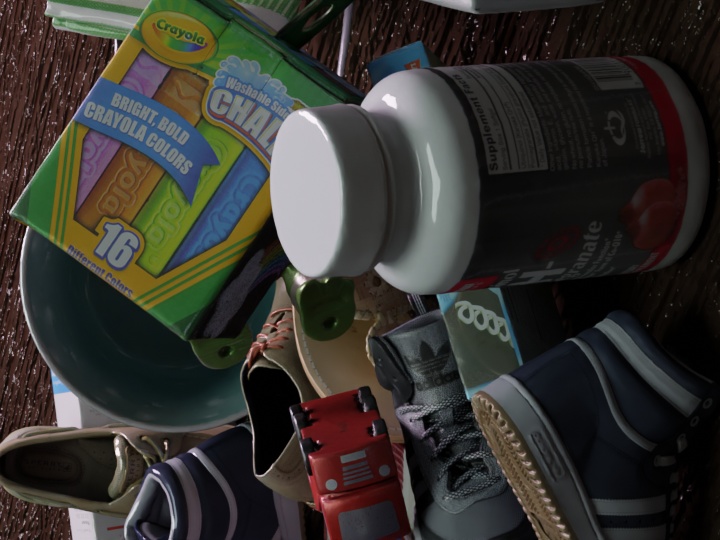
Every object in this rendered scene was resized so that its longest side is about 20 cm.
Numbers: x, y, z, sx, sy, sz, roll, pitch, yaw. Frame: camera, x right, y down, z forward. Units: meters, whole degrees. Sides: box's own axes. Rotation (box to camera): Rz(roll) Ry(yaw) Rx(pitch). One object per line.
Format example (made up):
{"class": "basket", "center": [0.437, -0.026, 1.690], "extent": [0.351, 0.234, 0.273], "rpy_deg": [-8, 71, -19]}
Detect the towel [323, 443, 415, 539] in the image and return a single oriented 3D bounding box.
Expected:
{"class": "towel", "center": [0.025, 0.163, 1.713], "extent": [0.200, 0.023, 0.144], "rpy_deg": [-139, 46, -58]}

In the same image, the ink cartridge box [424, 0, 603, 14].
{"class": "ink cartridge box", "center": [0.049, -0.223, 1.494], "extent": [0.200, 0.084, 0.145], "rpy_deg": [-155, 61, -62]}

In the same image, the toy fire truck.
{"class": "toy fire truck", "center": [0.001, 0.141, 1.570], "extent": [0.200, 0.049, 0.141], "rpy_deg": [-121, 16, -80]}

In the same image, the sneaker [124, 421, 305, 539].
{"class": "sneaker", "center": [-0.088, 0.204, 1.821], "extent": [0.070, 0.108, 0.200], "rpy_deg": [15, 118, 57]}

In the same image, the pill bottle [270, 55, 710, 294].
{"class": "pill bottle", "center": [0.062, -0.046, 1.370], "extent": [0.111, 0.200, 0.111], "rpy_deg": [22, 115, 61]}

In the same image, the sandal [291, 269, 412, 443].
{"class": "sandal", "center": [-0.006, 0.001, 1.668], "extent": [0.070, 0.077, 0.212], "rpy_deg": [98, 158, -49]}

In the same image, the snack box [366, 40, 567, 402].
{"class": "snack box", "center": [0.064, -0.013, 1.485], "extent": [0.116, 0.037, 0.200], "rpy_deg": [37, -146, -62]}

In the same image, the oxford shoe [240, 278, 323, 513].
{"class": "oxford shoe", "center": [-0.035, 0.046, 1.711], "extent": [0.070, 0.075, 0.200], "rpy_deg": [-28, 55, 38]}

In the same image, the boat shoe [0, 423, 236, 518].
{"class": "boat shoe", "center": [-0.150, 0.136, 1.873], "extent": [0.065, 0.200, 0.072], "rpy_deg": [36, -122, -87]}

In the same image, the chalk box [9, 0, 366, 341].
{"class": "chalk box", "center": [-0.072, -0.078, 1.497], "extent": [0.200, 0.124, 0.125], "rpy_deg": [-56, -9, 5]}

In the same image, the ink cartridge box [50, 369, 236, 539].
{"class": "ink cartridge box", "center": [-0.147, 0.140, 1.958], "extent": [0.068, 0.115, 0.200], "rpy_deg": [166, 97, -68]}

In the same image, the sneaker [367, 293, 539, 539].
{"class": "sneaker", "center": [0.049, 0.087, 1.502], "extent": [0.200, 0.075, 0.114], "rpy_deg": [-105, -4, -62]}

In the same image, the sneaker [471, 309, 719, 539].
{"class": "sneaker", "center": [0.141, 0.110, 1.413], "extent": [0.070, 0.108, 0.200], "rpy_deg": [34, 156, 55]}

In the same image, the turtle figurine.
{"class": "turtle figurine", "center": [-0.078, -0.052, 1.632], "extent": [0.200, 0.144, 0.194], "rpy_deg": [-56, 39, 28]}

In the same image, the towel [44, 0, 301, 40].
{"class": "towel", "center": [-0.083, -0.213, 1.626], "extent": [0.023, 0.152, 0.200], "rpy_deg": [68, -142, -56]}

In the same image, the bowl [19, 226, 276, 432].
{"class": "bowl", "center": [-0.122, 0.006, 1.822], "extent": [0.105, 0.200, 0.201], "rpy_deg": [151, 112, -83]}
